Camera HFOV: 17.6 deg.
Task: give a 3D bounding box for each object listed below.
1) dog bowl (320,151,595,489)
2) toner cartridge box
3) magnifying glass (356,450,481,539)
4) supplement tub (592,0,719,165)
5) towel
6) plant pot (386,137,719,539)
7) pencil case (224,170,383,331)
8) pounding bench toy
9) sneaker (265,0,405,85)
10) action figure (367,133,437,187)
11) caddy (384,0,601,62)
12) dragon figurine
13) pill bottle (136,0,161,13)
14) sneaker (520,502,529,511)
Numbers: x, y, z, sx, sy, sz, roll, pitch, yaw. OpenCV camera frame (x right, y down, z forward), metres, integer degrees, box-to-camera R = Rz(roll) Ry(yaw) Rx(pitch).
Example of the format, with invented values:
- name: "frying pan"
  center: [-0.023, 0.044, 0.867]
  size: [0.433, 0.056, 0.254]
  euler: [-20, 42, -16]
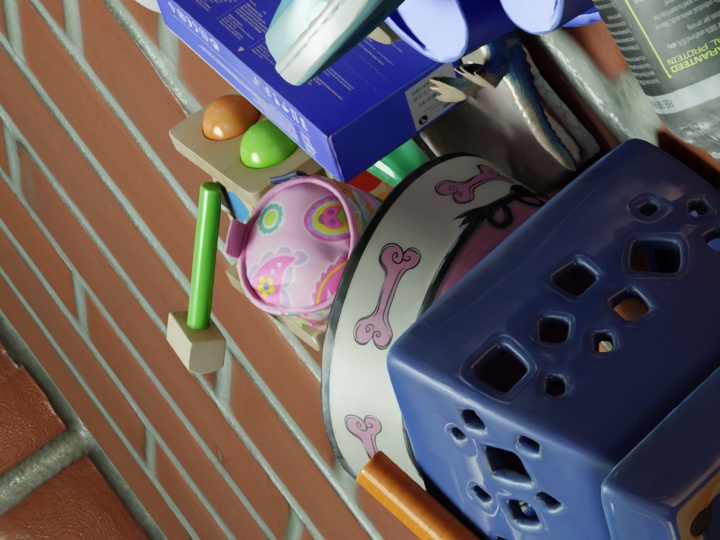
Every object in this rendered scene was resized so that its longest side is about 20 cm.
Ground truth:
- name: "dog bowl"
  center: [0.065, 0.038, 1.313]
  size: [0.074, 0.200, 0.200]
  euler: [18, 143, 33]
- name: "toner cartridge box"
  center: [-0.034, -0.139, 1.384]
  size: [0.200, 0.095, 0.043]
  euler: [44, 161, 39]
- name: "magnifying glass"
  center: [0.079, 0.168, 1.220]
  size: [0.200, 0.022, 0.080]
  euler: [40, 156, 8]
- name: "supplement tub"
  center: [0.149, -0.136, 0.941]
  size: [0.200, 0.122, 0.123]
  euler: [60, 163, -9]
- name: "towel"
  center: [0.055, -0.120, 1.391]
  size: [0.191, 0.032, 0.200]
  euler: [55, 164, 2]
- name: "plant pot"
  center: [0.157, 0.084, 1.215]
  size: [0.180, 0.200, 0.200]
  euler: [32, 152, 41]
- name: "pencil case"
  center: [0.000, 0.000, 1.360]
  size: [0.087, 0.087, 0.200]
  euler: [49, -167, 24]
- name: "pounding bench toy"
  center: [-0.064, -0.039, 1.577]
  size: [0.124, 0.200, 0.156]
  euler: [36, 155, 50]
- name: "sneaker"
  center: [-0.016, -0.184, 1.054]
  size: [0.131, 0.080, 0.200]
  euler: [43, 132, 4]
- name: "action figure"
  center: [0.002, -0.097, 1.422]
  size: [0.200, 0.055, 0.118]
  euler: [41, 169, 29]
- name: "caddy"
  center: [0.059, -0.199, 1.118]
  size: [0.141, 0.105, 0.200]
  euler: [-12, 113, 46]
- name: "dragon figurine"
  center: [0.065, -0.147, 1.262]
  size: [0.200, 0.099, 0.059]
  euler: [37, 162, -3]
- name: "pill bottle"
  center: [-0.136, -0.239, 1.567]
  size: [0.200, 0.110, 0.110]
  euler: [40, 157, 44]
- name: "sneaker"
  center: [0.108, 0.137, 1.545]
  size: [0.200, 0.074, 0.079]
  euler: [36, 172, -2]
